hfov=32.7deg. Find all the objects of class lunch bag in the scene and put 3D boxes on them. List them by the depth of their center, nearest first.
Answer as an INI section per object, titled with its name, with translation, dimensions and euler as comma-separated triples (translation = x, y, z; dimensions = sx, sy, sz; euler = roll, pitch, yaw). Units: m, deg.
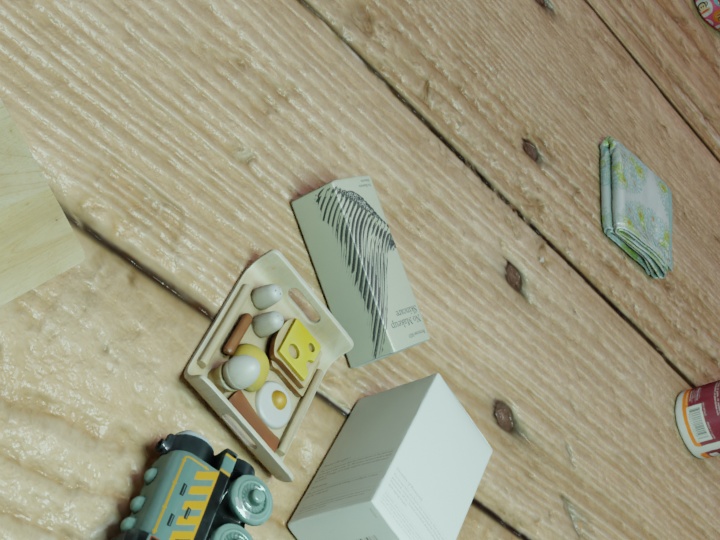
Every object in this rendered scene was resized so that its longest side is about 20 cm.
[lunch bag]
translation = 0.789, -0.636, 2.733
dimensions = 0.176, 0.082, 0.201
euler = 22, 53, -40

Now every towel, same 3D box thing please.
[towel]
translation = 0.461, -0.104, 2.040
dimensions = 0.171, 0.048, 0.201
euler = 37, 45, -36

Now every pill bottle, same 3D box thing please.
[pill bottle]
translation = 0.607, 0.218, 1.920
dimensions = 0.114, 0.199, 0.115
euler = 29, 50, -41

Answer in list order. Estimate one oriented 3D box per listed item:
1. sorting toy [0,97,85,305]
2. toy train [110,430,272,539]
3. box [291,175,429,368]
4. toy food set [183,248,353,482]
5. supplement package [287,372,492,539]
[sorting toy]
translation = -0.339, -0.054, 0.948
dimensions = 0.200, 0.069, 0.200
euler = 62, 29, -6
[toy train]
translation = -0.150, 0.229, 1.042
dimensions = 0.114, 0.085, 0.201
euler = 39, 43, -19
[box]
translation = 0.000, 0.000, 1.367
dimensions = 0.082, 0.068, 0.201
euler = -17, 85, -54
[toy food set]
translation = -0.081, 0.091, 1.219
dimensions = 0.144, 0.060, 0.200
euler = 51, 39, -21
[supplement package]
translation = 0.035, 0.220, 1.252
dimensions = 0.118, 0.117, 0.200
euler = 54, 38, -17
